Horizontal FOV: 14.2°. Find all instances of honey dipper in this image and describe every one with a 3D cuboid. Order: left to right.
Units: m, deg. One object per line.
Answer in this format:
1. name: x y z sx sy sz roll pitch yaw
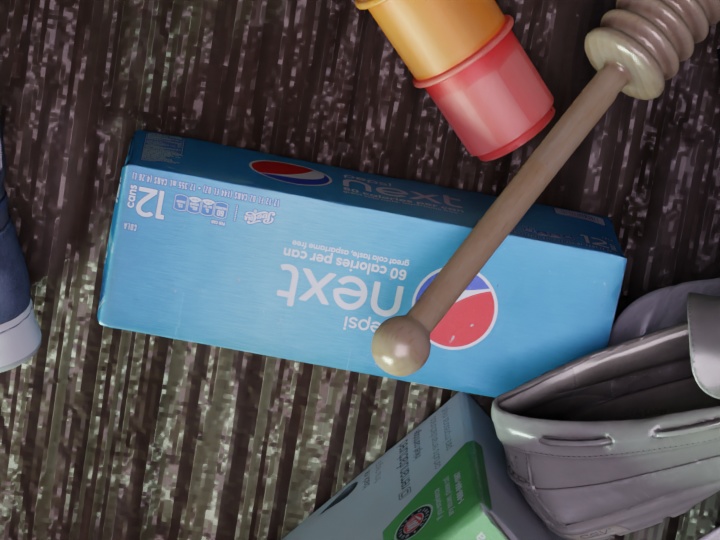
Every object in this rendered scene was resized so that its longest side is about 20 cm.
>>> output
1. honey dipper: 0.069 -0.039 1.103 0.038 0.038 0.200 43 70 -11

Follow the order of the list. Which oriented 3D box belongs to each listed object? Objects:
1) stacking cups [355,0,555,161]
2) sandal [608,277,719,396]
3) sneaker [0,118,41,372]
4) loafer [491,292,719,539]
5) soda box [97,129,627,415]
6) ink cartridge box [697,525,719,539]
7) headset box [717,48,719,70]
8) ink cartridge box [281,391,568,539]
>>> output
1. stacking cups: 0.008 -0.134 1.121 0.060 0.061 0.200 -32 108 7
2. sandal: 0.199 0.033 1.161 0.205 0.059 0.080 3 85 0
3. sneaker: -0.233 -0.024 1.122 0.201 0.077 0.147 -9 116 -8
4. loafer: 0.144 0.039 1.080 0.199 0.070 0.070 -25 122 16
5. soda box: 0.000 0.000 1.146 0.199 0.064 0.068 11 105 -3
6. ink cartridge box: 0.204 0.181 1.124 0.116 0.068 0.201 -29 110 -10
7. headset box: 0.245 -0.058 1.091 0.199 0.149 0.078 -10 102 1
8. ink cartridge box: -0.006 0.158 1.144 0.200 0.146 0.084 -40 102 9
